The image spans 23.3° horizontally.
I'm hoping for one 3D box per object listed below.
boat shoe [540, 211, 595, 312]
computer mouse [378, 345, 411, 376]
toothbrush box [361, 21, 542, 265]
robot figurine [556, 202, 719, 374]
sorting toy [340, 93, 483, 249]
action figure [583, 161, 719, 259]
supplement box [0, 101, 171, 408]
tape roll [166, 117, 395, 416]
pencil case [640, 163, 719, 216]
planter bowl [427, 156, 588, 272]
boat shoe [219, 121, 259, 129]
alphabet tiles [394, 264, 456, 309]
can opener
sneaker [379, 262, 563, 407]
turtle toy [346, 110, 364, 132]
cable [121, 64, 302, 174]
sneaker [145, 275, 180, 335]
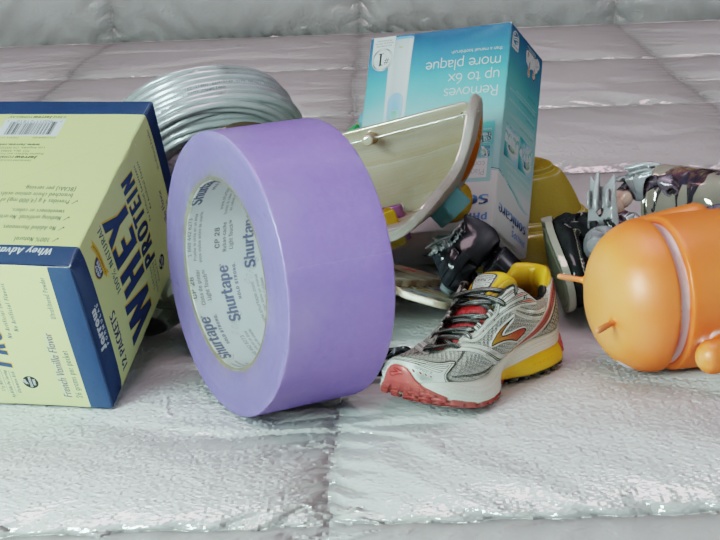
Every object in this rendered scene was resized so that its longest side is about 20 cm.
[{"bbox_3d":[0.193,-0.013,1.487,0.066,0.075,0.199,-11,5,5],"label":"boat shoe"},{"bbox_3d":[0.060,0.049,1.346,0.199,0.034,0.058,-13,19,-34],"label":"computer mouse"},{"bbox_3d":[0.079,-0.112,1.591,0.145,0.202,0.085,-2,-19,28],"label":"toothbrush box"},{"bbox_3d":[0.251,0.012,1.293,0.198,0.145,0.117,-6,-14,-15],"label":"robot figurine"},{"bbox_3d":[0.009,-0.055,1.430,0.198,0.108,0.180,-13,15,13],"label":"sorting toy"},{"bbox_3d":[0.243,-0.024,1.433,0.069,0.131,0.199,8,7,38],"label":"action figure"},{"bbox_3d":[-0.261,-0.017,1.310,0.198,0.135,0.200,1,40,14],"label":"supplement box"},{"bbox_3d":[-0.060,-0.003,1.230,0.084,0.202,0.200,-9,16,-28],"label":"tape roll"},{"bbox_3d":[0.349,-0.040,1.544,0.199,0.090,0.078,10,25,33],"label":"pencil case"},{"bbox_3d":[0.140,-0.062,1.667,0.199,0.084,0.201,-2,15,0],"label":"planter bowl"},{"bbox_3d":[-0.083,-0.080,1.652,0.068,0.072,0.200,54,10,25],"label":"boat shoe"},{"bbox_3d":[0.000,0.000,1.455,0.194,0.015,0.200,16,6,20],"label":"alphabet tiles"},{"bbox_3d":[0.091,-0.002,1.434,0.063,0.079,0.200,-41,-2,0],"label":"can opener"},{"bbox_3d":[0.078,0.044,1.262,0.077,0.083,0.200,8,18,33],"label":"sneaker"},{"bbox_3d":[0.020,-0.106,1.759,0.145,0.102,0.200,-6,-19,-37],"label":"turtle toy"},{"bbox_3d":[-0.152,-0.124,1.690,0.198,0.070,0.200,-10,-28,-21],"label":"cable"},{"bbox_3d":[-0.122,0.004,1.406,0.199,0.077,0.085,6,47,27],"label":"sneaker"}]
